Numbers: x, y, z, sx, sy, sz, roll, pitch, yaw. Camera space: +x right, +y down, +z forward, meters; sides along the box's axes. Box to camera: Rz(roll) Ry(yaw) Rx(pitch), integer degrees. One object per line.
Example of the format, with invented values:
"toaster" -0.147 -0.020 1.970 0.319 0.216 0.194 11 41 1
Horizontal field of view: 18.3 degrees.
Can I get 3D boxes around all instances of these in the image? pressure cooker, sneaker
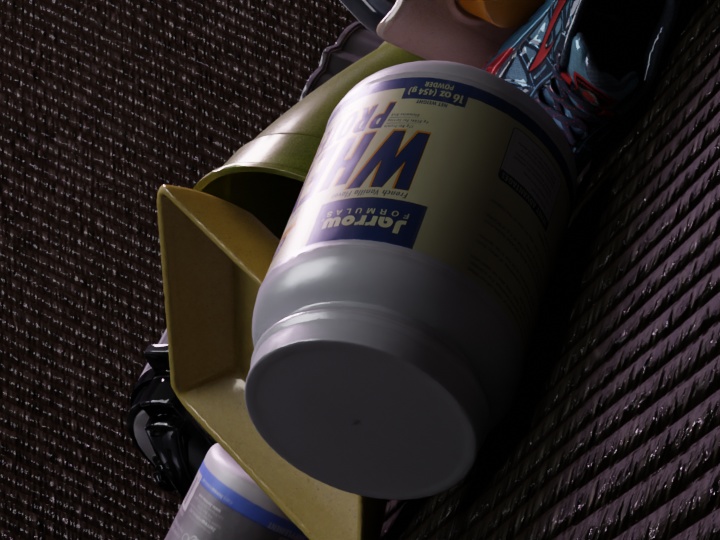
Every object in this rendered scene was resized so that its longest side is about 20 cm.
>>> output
"pressure cooker" -0.075 0.097 1.657 0.200 0.175 0.179 -62 -1 -30
"sneaker" 0.117 -0.111 1.221 0.096 0.079 0.201 -81 16 -65

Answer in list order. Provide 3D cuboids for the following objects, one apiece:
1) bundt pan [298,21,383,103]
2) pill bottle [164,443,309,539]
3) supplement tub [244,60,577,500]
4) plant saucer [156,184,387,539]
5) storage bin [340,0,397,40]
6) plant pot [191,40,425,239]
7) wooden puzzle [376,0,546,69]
"bundt pan" 0.026 -0.103 1.845 0.202 0.076 0.203 -35 -46 -47
"pill bottle" -0.094 0.229 1.525 0.201 0.113 0.114 -64 4 6
"supplement tub" 0.026 0.004 1.174 0.145 0.145 0.200 121 172 -49
"plant saucer" -0.043 0.061 1.348 0.048 0.200 0.200 -30 -35 -25
"storage bin" 0.080 -0.220 1.359 0.146 0.199 0.135 50 123 37
"plant pot" 0.024 -0.051 1.418 0.193 0.200 0.200 -52 -2 -33
"wooden puzzle" 0.122 -0.191 1.289 0.046 0.185 0.201 39 104 42
